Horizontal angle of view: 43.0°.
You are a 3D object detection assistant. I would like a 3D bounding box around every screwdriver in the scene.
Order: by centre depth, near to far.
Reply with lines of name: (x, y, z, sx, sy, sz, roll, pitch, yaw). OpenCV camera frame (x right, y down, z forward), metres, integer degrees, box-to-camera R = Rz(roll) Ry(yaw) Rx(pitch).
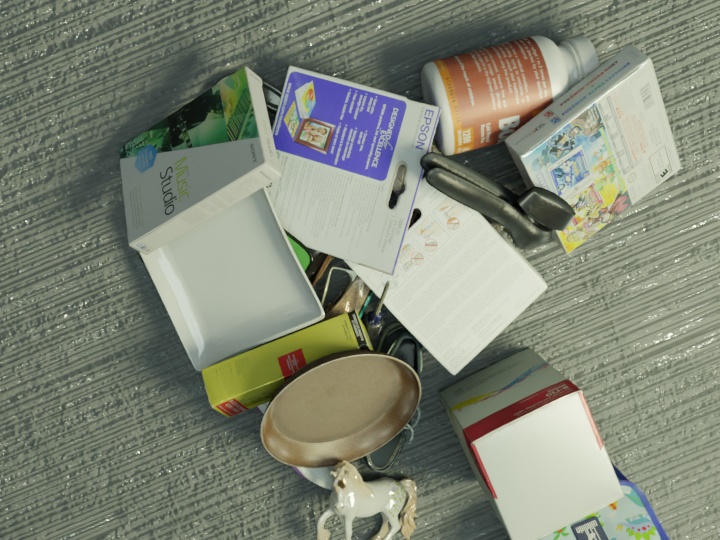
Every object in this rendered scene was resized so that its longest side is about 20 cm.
screwdriver: (0.025, 0.045, 1.090, 0.029, 0.200, 0.028, -20, 73, -18)

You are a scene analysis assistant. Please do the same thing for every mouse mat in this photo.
mouse mat: (-0.165, -0.016, 1.102, 0.199, 0.008, 0.162, 38, 114, 8)

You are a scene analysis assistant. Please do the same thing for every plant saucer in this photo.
plant saucer: (-0.025, 0.159, 1.081, 0.197, 0.032, 0.202, -13, 137, -13)

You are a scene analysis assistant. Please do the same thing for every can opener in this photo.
can opener: (0.149, -0.084, 1.039, 0.198, 0.064, 0.079, 22, 115, -23)

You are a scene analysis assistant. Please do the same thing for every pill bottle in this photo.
pill bottle: (0.179, -0.213, 1.088, 0.197, 0.112, 0.114, -14, 101, -1)

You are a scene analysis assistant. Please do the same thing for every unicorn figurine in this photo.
unicorn figurine: (0.000, 0.301, 1.163, 0.073, 0.199, 0.139, 24, 105, 35)

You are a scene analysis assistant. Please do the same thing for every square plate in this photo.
square plate: (-0.158, -0.004, 1.083, 0.196, 0.028, 0.202, -23, 94, 25)

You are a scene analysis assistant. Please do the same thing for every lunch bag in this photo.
lunch bag: (0.285, 0.343, 1.150, 0.168, 0.200, 0.129, -23, 101, 1)

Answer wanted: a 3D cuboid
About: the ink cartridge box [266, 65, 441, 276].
ink cartridge box: (-0.018, -0.116, 1.066, 0.198, 0.043, 0.201, 19, 96, 19)

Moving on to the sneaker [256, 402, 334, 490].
sneaker: (-0.065, 0.188, 1.159, 0.099, 0.075, 0.201, -30, 101, 3)

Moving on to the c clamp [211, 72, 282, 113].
c clamp: (-0.125, -0.150, 1.121, 0.170, 0.027, 0.202, 30, 96, -9)

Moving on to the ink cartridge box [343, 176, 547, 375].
ink cartridge box: (0.102, 0.000, 1.104, 0.160, 0.047, 0.200, -43, 96, 10)

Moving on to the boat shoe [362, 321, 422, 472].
boat shoe: (0.042, 0.169, 1.171, 0.074, 0.062, 0.203, 15, 99, -8)

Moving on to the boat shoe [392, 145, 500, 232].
boat shoe: (0.088, -0.101, 1.123, 0.074, 0.073, 0.200, -42, 106, 7)

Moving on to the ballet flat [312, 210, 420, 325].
ballet flat: (0.000, 0.000, 1.138, 0.067, 0.068, 0.201, 31, 95, -2)

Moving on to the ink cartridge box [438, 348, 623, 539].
ink cartridge box: (0.201, 0.208, 1.121, 0.143, 0.200, 0.147, -25, 102, -2)

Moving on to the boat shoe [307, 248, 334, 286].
boat shoe: (-0.097, 0.020, 1.129, 0.200, 0.072, 0.072, -44, 100, 4)

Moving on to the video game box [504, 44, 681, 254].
video game box: (0.283, -0.138, 1.092, 0.182, 0.047, 0.200, -38, 137, 1)

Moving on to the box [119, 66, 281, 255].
box: (-0.188, -0.125, 1.045, 0.198, 0.036, 0.146, -27, 58, 19)

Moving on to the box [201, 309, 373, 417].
box: (-0.084, 0.112, 1.090, 0.198, 0.075, 0.051, -20, 69, 1)
